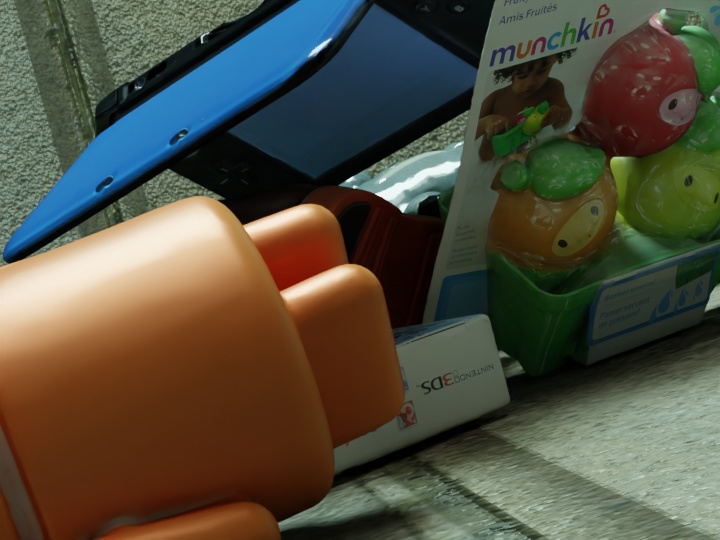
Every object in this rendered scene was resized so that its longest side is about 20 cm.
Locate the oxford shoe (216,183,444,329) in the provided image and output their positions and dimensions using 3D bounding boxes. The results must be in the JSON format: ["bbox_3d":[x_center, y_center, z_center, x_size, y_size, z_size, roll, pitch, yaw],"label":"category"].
[{"bbox_3d":[0.000,0.000,1.060,0.072,0.071,0.200,12,-12,29],"label":"oxford shoe"}]

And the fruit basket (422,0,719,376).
[{"bbox_3d":[0.117,-0.052,1.014,0.185,0.094,0.200,-17,-40,-33],"label":"fruit basket"}]

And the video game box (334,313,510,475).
[{"bbox_3d":[-0.069,0.070,0.964,0.182,0.047,0.200,-21,6,-39],"label":"video game box"}]

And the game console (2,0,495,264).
[{"bbox_3d":[-0.029,-0.056,0.991,0.200,0.119,0.170,-28,-40,35],"label":"game console"}]

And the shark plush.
[{"bbox_3d":[0.043,-0.023,1.121,0.199,0.091,0.083,-15,1,17],"label":"shark plush"}]

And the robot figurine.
[{"bbox_3d":[-0.086,0.048,0.771,0.199,0.144,0.117,-22,-11,-10],"label":"robot figurine"}]
